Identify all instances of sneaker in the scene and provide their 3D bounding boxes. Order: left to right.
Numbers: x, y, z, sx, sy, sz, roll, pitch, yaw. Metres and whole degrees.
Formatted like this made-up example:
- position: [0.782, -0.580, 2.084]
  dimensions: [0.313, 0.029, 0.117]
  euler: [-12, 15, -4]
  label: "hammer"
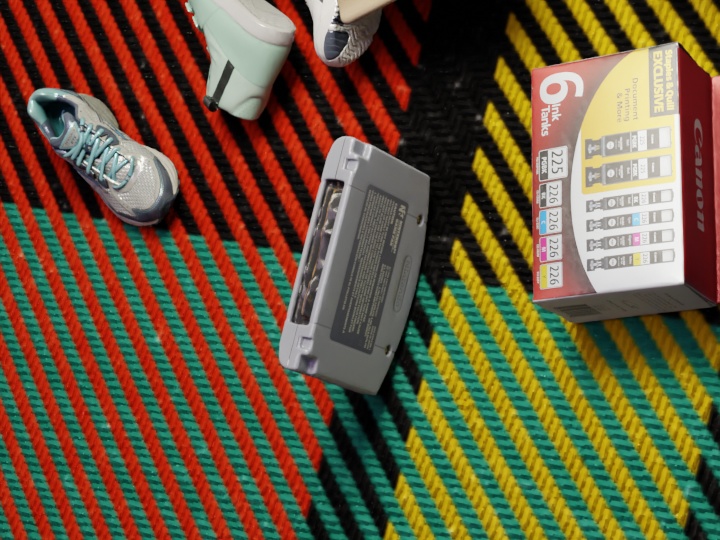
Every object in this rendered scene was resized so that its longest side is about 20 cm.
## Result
- position: [-0.259, -0.111, 1.756]
  dimensions: [0.200, 0.086, 0.078]
  euler: [39, 99, 33]
  label: "sneaker"
- position: [-0.141, -0.222, 1.724]
  dimensions: [0.201, 0.073, 0.119]
  euler: [49, 125, 45]
  label: "sneaker"
- position: [-0.052, -0.275, 1.679]
  dimensions: [0.129, 0.079, 0.201]
  euler: [-7, 74, 31]
  label: "sneaker"

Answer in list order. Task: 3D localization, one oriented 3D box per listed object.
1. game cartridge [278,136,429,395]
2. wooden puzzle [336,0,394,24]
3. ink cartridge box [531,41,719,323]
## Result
- position: [0.000, 0.000, 1.540]
  dimensions: [0.041, 0.133, 0.201]
  euler: [10, 82, 32]
  label: "game cartridge"
- position: [0.020, -0.335, 1.541]
  dimensions: [0.184, 0.037, 0.201]
  euler: [-21, 89, 41]
  label: "wooden puzzle"
- position: [0.232, -0.071, 1.447]
  dimensions: [0.175, 0.084, 0.202]
  euler: [-8, 72, 29]
  label: "ink cartridge box"
